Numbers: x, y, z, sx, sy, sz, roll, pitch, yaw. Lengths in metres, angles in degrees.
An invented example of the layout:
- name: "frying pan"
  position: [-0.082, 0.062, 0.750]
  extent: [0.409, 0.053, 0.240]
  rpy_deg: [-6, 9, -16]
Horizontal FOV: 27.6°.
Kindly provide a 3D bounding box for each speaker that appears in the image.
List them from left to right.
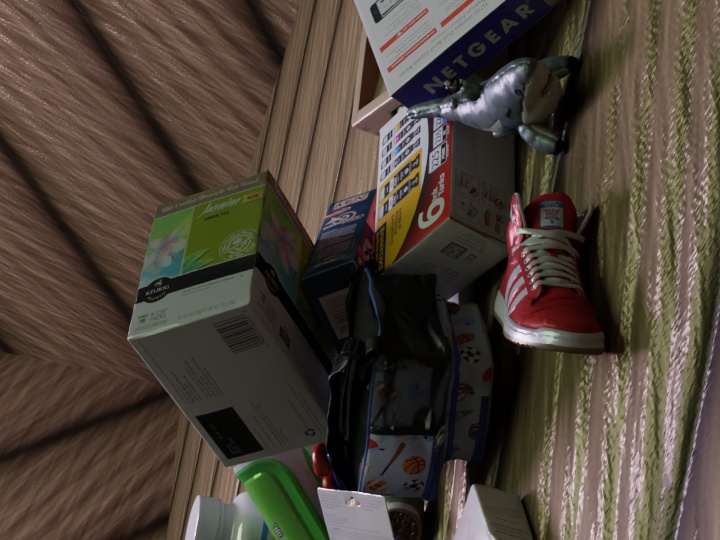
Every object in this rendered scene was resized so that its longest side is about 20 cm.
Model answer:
- name: "speaker"
  position: [-0.062, 0.269, 1.605]
  extent: [0.200, 0.088, 0.088]
  rpy_deg: [58, 159, 7]

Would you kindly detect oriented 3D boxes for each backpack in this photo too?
- name: "backpack"
  position: [0.042, 0.112, 1.344]
  extent: [0.200, 0.154, 0.191]
  rpy_deg: [-85, 8, -66]

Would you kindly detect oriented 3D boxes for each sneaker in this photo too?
- name: "sneaker"
  position: [0.022, 0.281, 1.503]
  extent: [0.090, 0.067, 0.200]
  rpy_deg: [-80, 9, -51]
- name: "sneaker"
  position: [0.151, -0.002, 1.140]
  extent: [0.200, 0.071, 0.113]
  rpy_deg: [-127, 47, -78]

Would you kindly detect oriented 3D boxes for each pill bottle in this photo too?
- name: "pill bottle"
  position: [-0.098, 0.316, 1.688]
  extent: [0.112, 0.200, 0.112]
  rpy_deg: [-167, 90, -79]

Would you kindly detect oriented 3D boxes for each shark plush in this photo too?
- name: "shark plush"
  position: [0.115, -0.167, 1.331]
  extent: [0.200, 0.083, 0.091]
  rpy_deg: [18, 91, 55]

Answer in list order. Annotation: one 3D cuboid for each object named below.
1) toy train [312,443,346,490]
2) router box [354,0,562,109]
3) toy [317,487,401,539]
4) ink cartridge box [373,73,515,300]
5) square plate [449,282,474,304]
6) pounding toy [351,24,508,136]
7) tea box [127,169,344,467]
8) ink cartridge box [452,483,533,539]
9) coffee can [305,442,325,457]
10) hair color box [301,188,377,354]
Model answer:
- name: "toy train"
  position: [0.001, 0.191, 1.579]
  extent: [0.200, 0.084, 0.116]
  rpy_deg: [76, -170, -60]
- name: "router box"
  position: [0.092, -0.279, 1.436]
  extent: [0.200, 0.049, 0.180]
  rpy_deg: [-37, 48, 24]
- name: "toy"
  position: [0.030, 0.289, 1.321]
  extent: [0.115, 0.047, 0.200]
  rpy_deg: [-7, 97, 57]
- name: "ink cartridge box"
  position: [0.071, -0.073, 1.463]
  extent: [0.176, 0.084, 0.200]
  rpy_deg: [-41, 35, 43]
- name: "square plate"
  position: [0.079, 0.035, 1.539]
  extent: [0.198, 0.028, 0.200]
  rpy_deg: [127, 153, -56]
- name: "pounding toy"
  position: [0.086, -0.206, 1.590]
  extent: [0.184, 0.142, 0.200]
  rpy_deg: [-28, 51, 58]
- name: "tea box"
  position: [-0.112, 0.048, 1.441]
  extent: [0.197, 0.133, 0.200]
  rpy_deg: [-89, -25, -47]
- name: "ink cartridge box"
  position: [0.099, 0.289, 1.146]
  extent: [0.200, 0.057, 0.163]
  rpy_deg: [-92, 18, -67]
- name: "coffee can"
  position: [-0.055, 0.157, 1.759]
  extent: [0.147, 0.146, 0.200]
  rpy_deg: [-90, 12, -47]
- name: "hair color box"
  position: [0.000, 0.000, 1.510]
  extent: [0.200, 0.060, 0.100]
  rpy_deg: [-74, -38, -65]
